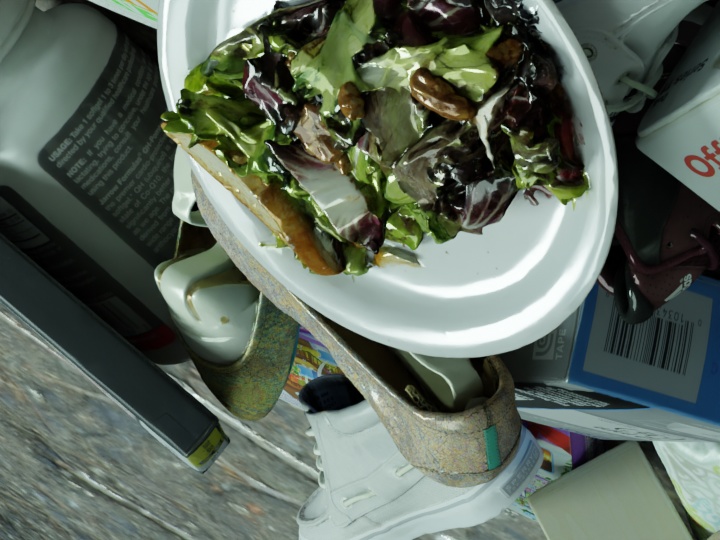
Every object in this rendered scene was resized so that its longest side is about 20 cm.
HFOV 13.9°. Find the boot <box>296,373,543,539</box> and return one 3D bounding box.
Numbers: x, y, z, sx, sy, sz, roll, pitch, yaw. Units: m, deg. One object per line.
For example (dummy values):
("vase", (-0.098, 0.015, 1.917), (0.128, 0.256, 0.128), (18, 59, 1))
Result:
("boot", (0.005, 0.088, 1.485), (0.096, 0.074, 0.200), (44, 146, -13))

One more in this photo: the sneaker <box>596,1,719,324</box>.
("sneaker", (0.150, -0.010, 1.134), (0.200, 0.116, 0.076), (35, 157, -6))

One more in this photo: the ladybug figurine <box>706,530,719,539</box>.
("ladybug figurine", (0.226, 0.176, 1.348), (0.200, 0.072, 0.136), (6, 144, 45))

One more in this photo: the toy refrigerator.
("toy refrigerator", (0.149, 0.176, 1.509), (0.076, 0.070, 0.200), (63, -177, 37))

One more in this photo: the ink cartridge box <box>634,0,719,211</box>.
("ink cartridge box", (0.218, -0.035, 1.042), (0.200, 0.083, 0.147), (37, 157, -11))

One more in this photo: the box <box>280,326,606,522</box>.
("box", (0.030, 0.054, 1.508), (0.199, 0.039, 0.137), (25, 156, 18))

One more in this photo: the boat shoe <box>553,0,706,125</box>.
("boat shoe", (0.083, -0.082, 1.074), (0.200, 0.073, 0.067), (-20, 86, 42))

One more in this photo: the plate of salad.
("plate of salad", (0.002, -0.051, 1.071), (0.200, 0.048, 0.201), (20, 129, 27))

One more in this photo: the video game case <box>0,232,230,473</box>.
("video game case", (-0.147, 0.022, 1.411), (0.200, 0.026, 0.181), (40, 175, 3))

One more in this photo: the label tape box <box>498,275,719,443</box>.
("label tape box", (0.083, 0.035, 1.306), (0.143, 0.066, 0.200), (16, 168, -36))

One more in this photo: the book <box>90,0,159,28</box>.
("book", (-0.118, -0.144, 1.190), (0.133, 0.048, 0.200), (28, 180, 18))

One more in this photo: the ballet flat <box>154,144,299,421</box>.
("ballet flat", (-0.060, -0.018, 1.326), (0.071, 0.071, 0.201), (22, 119, 22))

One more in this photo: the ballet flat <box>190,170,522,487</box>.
("ballet flat", (0.000, 0.000, 1.214), (0.200, 0.068, 0.067), (47, 162, 21))

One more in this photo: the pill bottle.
("pill bottle", (-0.131, -0.056, 1.404), (0.200, 0.111, 0.111), (43, 155, -23))

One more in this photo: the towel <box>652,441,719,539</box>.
("towel", (0.242, 0.134, 1.395), (0.199, 0.048, 0.171), (17, 149, 32))
